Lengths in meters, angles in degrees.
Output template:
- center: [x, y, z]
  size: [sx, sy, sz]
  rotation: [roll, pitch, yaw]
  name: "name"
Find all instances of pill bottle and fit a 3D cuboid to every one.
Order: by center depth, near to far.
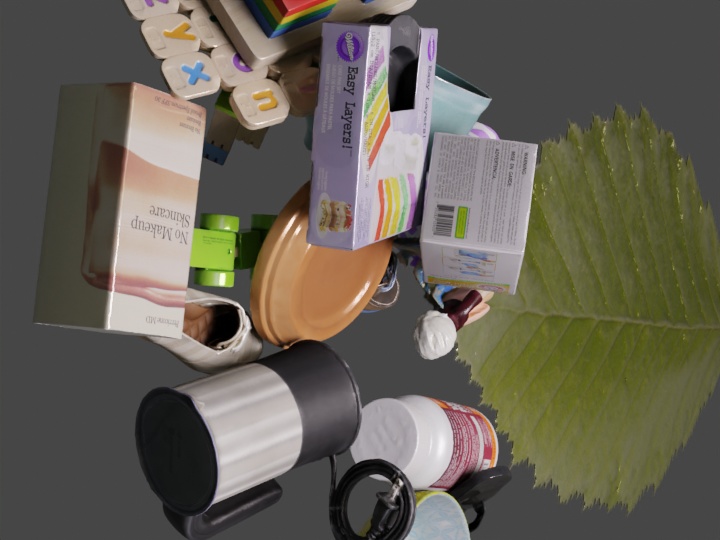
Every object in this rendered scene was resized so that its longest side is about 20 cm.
- center: [0.075, 0.204, 1.576]
  size: [0.199, 0.109, 0.111]
  rotation: [20, 75, -58]
  name: "pill bottle"

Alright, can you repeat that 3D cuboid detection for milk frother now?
- center: [-0.072, 0.182, 1.230]
  size: [0.187, 0.199, 0.183]
  rotation: [-17, 117, -45]
  name: "milk frother"

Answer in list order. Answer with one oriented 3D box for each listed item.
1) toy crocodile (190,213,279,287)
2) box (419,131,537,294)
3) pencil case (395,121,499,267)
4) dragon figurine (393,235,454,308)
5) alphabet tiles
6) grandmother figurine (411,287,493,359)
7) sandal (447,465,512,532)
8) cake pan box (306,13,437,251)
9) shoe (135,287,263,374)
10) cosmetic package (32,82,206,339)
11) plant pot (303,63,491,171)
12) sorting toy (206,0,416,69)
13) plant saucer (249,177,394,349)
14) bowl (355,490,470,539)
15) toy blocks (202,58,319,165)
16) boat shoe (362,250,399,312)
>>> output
- center: [-0.122, -0.021, 1.292]
  size: [0.199, 0.061, 0.068]
  rotation: [-2, 95, -54]
  name: "toy crocodile"
- center: [0.118, -0.053, 1.358]
  size: [0.200, 0.100, 0.114]
  rotation: [73, 25, -76]
  name: "box"
- center: [0.104, -0.099, 1.631]
  size: [0.200, 0.083, 0.086]
  rotation: [-55, 157, -39]
  name: "pencil case"
- center: [0.097, -0.024, 1.521]
  size: [0.099, 0.059, 0.200]
  rotation: [-44, 136, 1]
  name: "dragon figurine"
- center: [-0.106, -0.216, 1.176]
  size: [0.194, 0.015, 0.201]
  rotation: [-21, 74, -34]
  name: "alphabet tiles"
- center: [0.110, 0.055, 1.613]
  size: [0.061, 0.121, 0.200]
  rotation: [43, 25, 3]
  name: "grandmother figurine"
- center: [0.117, 0.291, 1.605]
  size: [0.074, 0.200, 0.045]
  rotation: [-6, 65, -32]
  name: "sandal"
- center: [0.013, -0.129, 1.210]
  size: [0.184, 0.052, 0.202]
  rotation: [-21, 118, -69]
  name: "cake pan box"
- center: [-0.144, 0.058, 1.258]
  size: [0.200, 0.053, 0.071]
  rotation: [26, 71, -56]
  name: "shoe"
- center: [-0.200, -0.048, 1.127]
  size: [0.103, 0.086, 0.202]
  rotation: [11, 84, -58]
  name: "cosmetic package"
- center: [0.020, -0.165, 1.404]
  size: [0.200, 0.200, 0.135]
  rotation: [6, 113, -58]
  name: "plant pot"
- center: [-0.060, -0.305, 1.188]
  size: [0.199, 0.070, 0.200]
  rotation: [-28, 81, -34]
  name: "sorting toy"
- center: [-0.029, -0.008, 1.327]
  size: [0.200, 0.037, 0.202]
  rotation: [-37, 142, -35]
  name: "plant saucer"
- center: [0.036, 0.345, 1.527]
  size: [0.199, 0.107, 0.203]
  rotation: [-9, 100, -57]
  name: "bowl"
- center: [-0.093, -0.185, 1.262]
  size: [0.137, 0.099, 0.201]
  rotation: [123, -11, -59]
  name: "toy blocks"
- center: [0.000, 0.000, 1.471]
  size: [0.200, 0.072, 0.073]
  rotation: [32, 66, -55]
  name: "boat shoe"
